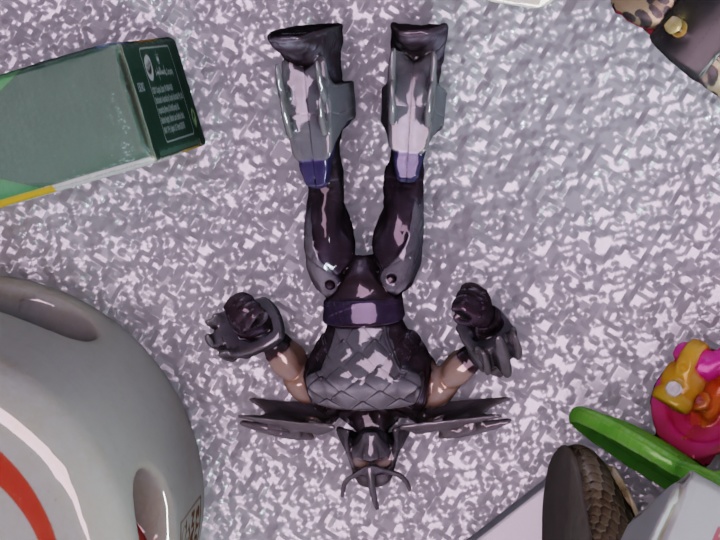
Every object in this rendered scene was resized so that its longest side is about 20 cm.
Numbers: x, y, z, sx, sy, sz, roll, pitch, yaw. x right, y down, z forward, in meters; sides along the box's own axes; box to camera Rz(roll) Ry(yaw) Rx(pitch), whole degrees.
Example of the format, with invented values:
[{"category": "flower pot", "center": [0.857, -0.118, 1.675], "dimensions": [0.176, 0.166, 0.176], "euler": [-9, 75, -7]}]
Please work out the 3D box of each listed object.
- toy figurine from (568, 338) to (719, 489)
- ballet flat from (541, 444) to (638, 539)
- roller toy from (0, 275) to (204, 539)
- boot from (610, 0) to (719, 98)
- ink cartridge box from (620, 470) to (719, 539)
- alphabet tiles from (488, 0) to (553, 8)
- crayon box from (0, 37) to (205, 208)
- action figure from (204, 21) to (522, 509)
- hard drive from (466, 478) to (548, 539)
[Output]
[{"category": "toy figurine", "center": [0.211, 0.031, 1.136], "dimensions": [0.199, 0.150, 0.185], "euler": [29, 84, 26]}, {"category": "ballet flat", "center": [0.111, 0.161, 1.117], "dimensions": [0.046, 0.067, 0.201], "euler": [-6, 61, -13]}, {"category": "roller toy", "center": [-0.158, 0.102, 1.152], "dimensions": [0.182, 0.140, 0.200], "euler": [-36, 94, 19]}, {"category": "boot", "center": [0.155, -0.155, 1.118], "dimensions": [0.200, 0.073, 0.151], "euler": [37, 101, -21]}, {"category": "ink cartridge box", "center": [0.165, 0.187, 1.032], "dimensions": [0.199, 0.088, 0.146], "euler": [29, 70, -3]}, {"category": "alphabet tiles", "center": [0.046, -0.203, 1.119], "dimensions": [0.199, 0.015, 0.197], "euler": [8, 110, -17]}, {"category": "crayon box", "center": [-0.172, -0.043, 1.145], "dimensions": [0.199, 0.126, 0.052], "euler": [-17, 94, 7]}, {"category": "action figure", "center": [0.000, 0.000, 1.164], "dimensions": [0.129, 0.069, 0.201], "euler": [-2, 99, 1]}, {"category": "hard drive", "center": [0.101, 0.197, 1.194], "dimensions": [0.132, 0.027, 0.200], "euler": [-38, 92, 8]}]
